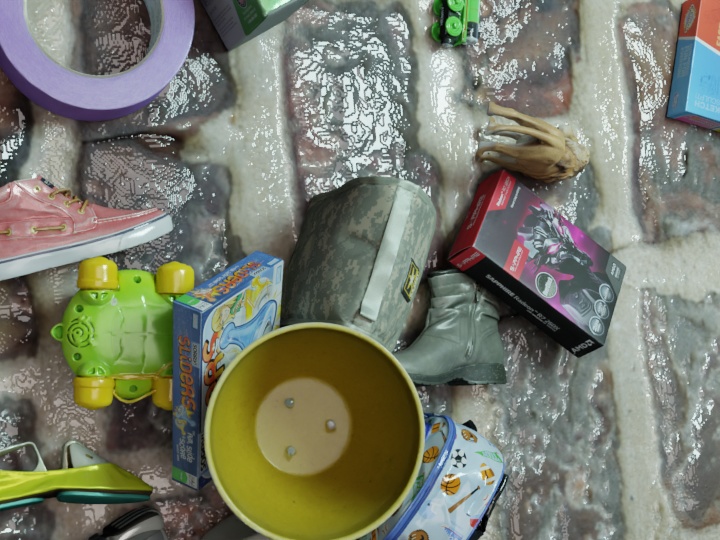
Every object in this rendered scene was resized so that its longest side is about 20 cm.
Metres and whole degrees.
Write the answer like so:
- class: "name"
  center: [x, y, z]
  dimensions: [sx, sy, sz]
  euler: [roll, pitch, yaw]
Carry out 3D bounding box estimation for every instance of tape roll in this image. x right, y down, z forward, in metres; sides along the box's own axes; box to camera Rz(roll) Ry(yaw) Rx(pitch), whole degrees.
- class: "tape roll"
  center: [-0.272, -0.255, 1.181]
  dimensions: [0.199, 0.066, 0.201]
  euler: [1, 87, -19]

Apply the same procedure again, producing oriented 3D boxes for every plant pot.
- class: "plant pot"
  center: [-0.050, 0.153, 1.115]
  dimensions: [0.199, 0.142, 0.201]
  euler: [1, 85, -8]

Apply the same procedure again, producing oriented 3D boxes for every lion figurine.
- class: "lion figurine"
  center: [0.194, -0.136, 1.294]
  dimensions: [0.122, 0.200, 0.073]
  euler: [17, 99, 8]

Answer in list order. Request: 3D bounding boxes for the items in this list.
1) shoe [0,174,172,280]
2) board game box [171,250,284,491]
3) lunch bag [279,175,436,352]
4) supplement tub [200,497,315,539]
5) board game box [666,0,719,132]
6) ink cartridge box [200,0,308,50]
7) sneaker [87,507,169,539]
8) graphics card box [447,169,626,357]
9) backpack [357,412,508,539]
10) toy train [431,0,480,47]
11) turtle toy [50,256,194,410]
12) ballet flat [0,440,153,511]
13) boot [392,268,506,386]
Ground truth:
- class: "shoe"
  center: [-0.291, -0.055, 1.157]
  dimensions: [0.199, 0.071, 0.091]
  euler: [-16, 98, -16]
- class: "board game box"
  center: [-0.130, 0.097, 1.142]
  dimensions: [0.135, 0.034, 0.201]
  euler: [-36, 138, -51]
- class: "lunch bag"
  center: [0.000, 0.000, 1.193]
  dimensions: [0.117, 0.200, 0.164]
  euler: [23, 78, -17]
- class: "supplement tub"
  center: [-0.066, 0.338, 1.176]
  dimensions: [0.144, 0.145, 0.201]
  euler: [-25, 96, -20]
- class: "board game box"
  center: [0.489, -0.244, 1.472]
  dimensions: [0.199, 0.040, 0.154]
  euler: [12, 82, -19]
- class: "ink cartridge box"
  center: [-0.133, -0.346, 1.194]
  dimensions: [0.087, 0.145, 0.200]
  euler: [-33, 98, -19]
- class: "sneaker"
  center: [-0.262, 0.329, 1.144]
  dimensions: [0.200, 0.075, 0.116]
  euler: [-28, 99, -20]
- class: "graphics card box"
  center: [0.204, -0.007, 1.327]
  dimensions: [0.200, 0.051, 0.126]
  euler: [37, 52, -15]
- class: "backpack"
  center: [0.061, 0.227, 1.206]
  dimensions: [0.154, 0.190, 0.200]
  euler: [30, 78, -16]
- class: "toy train"
  center: [0.118, -0.351, 1.345]
  dimensions: [0.056, 0.042, 0.201]
  euler: [8, 84, -30]
- class: "turtle toy"
  center: [-0.207, 0.064, 1.165]
  dimensions: [0.199, 0.101, 0.146]
  euler: [4, 86, -20]
- class: "ballet flat"
  center: [-0.304, 0.200, 1.144]
  dimensions: [0.199, 0.067, 0.067]
  euler: [-2, 74, -19]
- class: "boot"
  center: [0.080, 0.062, 1.287]
  dimensions: [0.200, 0.068, 0.131]
  euler: [2, 82, -36]
